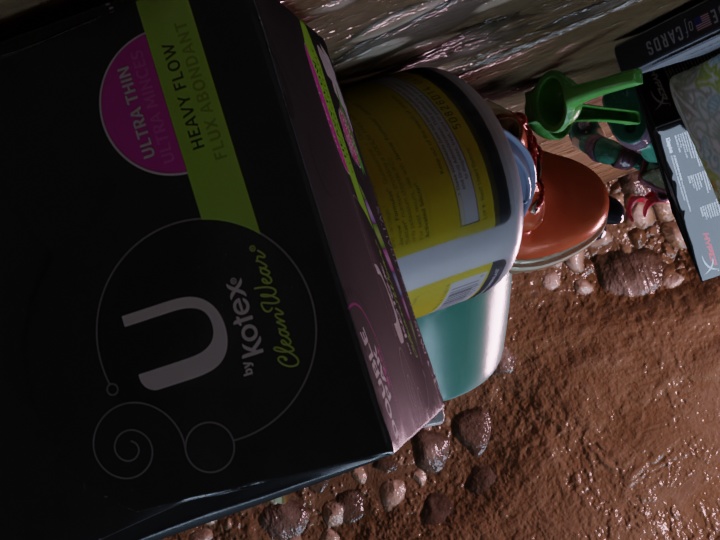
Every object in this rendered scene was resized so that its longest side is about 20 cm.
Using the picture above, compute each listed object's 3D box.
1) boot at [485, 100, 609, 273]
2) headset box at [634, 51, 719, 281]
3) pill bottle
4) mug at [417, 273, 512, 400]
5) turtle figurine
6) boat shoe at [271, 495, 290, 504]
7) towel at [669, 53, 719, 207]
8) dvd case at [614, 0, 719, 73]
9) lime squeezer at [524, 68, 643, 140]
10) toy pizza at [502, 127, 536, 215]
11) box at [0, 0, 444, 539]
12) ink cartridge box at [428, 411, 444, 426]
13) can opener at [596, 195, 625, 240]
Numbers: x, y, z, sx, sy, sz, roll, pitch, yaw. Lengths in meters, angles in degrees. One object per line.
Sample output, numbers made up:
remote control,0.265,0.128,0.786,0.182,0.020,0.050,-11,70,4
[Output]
boot,0.087,-0.053,1.215,0.199,0.076,0.107,4,155,-35
headset box,0.295,-0.098,1.360,0.199,0.078,0.149,-21,133,6
pill bottle,-0.033,-0.017,0.925,0.199,0.113,0.112,-19,177,-30
mug,0.011,0.002,1.298,0.151,0.115,0.184,28,-142,33
turtle figurine,0.240,-0.103,1.556,0.149,0.101,0.200,-24,170,6
boat shoe,-0.076,0.047,1.232,0.066,0.202,0.074,-4,-160,9
towel,0.269,-0.061,1.192,0.048,0.172,0.200,-21,179,-24
dvd case,0.264,-0.163,1.185,0.199,0.025,0.150,-18,177,-33
lime squeezer,0.132,-0.096,1.226,0.070,0.038,0.200,12,178,7
toy pizza,-0.001,-0.033,1.123,0.199,0.032,0.201,-12,151,-7
box,-0.057,0.001,0.655,0.123,0.150,0.200,-19,178,6
ink cartridge box,-0.063,0.058,1.507,0.198,0.148,0.146,-9,178,-21
can opener,0.112,-0.046,1.552,0.199,0.079,0.063,5,161,-36
